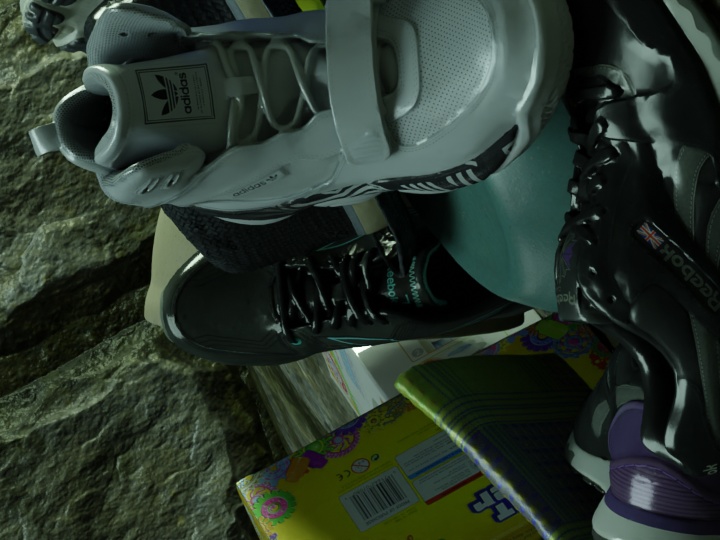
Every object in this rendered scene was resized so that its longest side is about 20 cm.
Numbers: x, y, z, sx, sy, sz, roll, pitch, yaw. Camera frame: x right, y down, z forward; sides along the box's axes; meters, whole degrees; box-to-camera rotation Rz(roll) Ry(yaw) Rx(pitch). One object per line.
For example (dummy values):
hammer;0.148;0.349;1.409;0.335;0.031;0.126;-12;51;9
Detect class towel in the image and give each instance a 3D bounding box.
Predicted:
towel;0.114;0.112;1.094;0.200;0.023;0.143;48;-155;25

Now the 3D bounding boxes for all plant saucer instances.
plant saucer;0.038;-0.059;1.002;0.200;0.036;0.200;57;169;17

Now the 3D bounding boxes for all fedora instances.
fedora;-0.056;-0.069;1.045;0.201;0.091;0.201;60;179;2

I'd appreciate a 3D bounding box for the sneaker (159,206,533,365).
sneaker;0.000;0.000;1.139;0.079;0.199;0.076;-35;-68;-85

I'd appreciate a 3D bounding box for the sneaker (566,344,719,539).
sneaker;0.133;0.055;1.012;0.200;0.075;0.088;-93;11;-81

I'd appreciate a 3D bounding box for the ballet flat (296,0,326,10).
ballet flat;-0.100;-0.136;1.221;0.200;0.067;0.067;27;137;37

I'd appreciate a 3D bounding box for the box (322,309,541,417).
box;0.047;0.055;1.427;0.200;0.101;0.113;54;168;50

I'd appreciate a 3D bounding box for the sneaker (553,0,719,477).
sneaker;0.101;-0.023;0.858;0.200;0.087;0.076;63;173;-1

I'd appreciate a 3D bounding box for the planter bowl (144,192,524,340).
planter bowl;-0.012;-0.041;1.273;0.200;0.200;0.135;-152;63;-77

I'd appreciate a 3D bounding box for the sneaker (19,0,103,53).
sneaker;-0.108;-0.184;1.135;0.200;0.077;0.080;-40;48;42

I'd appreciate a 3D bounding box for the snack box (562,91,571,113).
snack box;0.025;-0.134;1.113;0.200;0.053;0.142;54;170;40

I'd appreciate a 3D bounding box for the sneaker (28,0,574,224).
sneaker;-0.025;-0.062;0.876;0.200;0.115;0.075;-16;77;42

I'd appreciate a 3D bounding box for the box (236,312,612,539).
box;0.070;0.160;1.264;0.122;0.200;0.193;53;169;47
